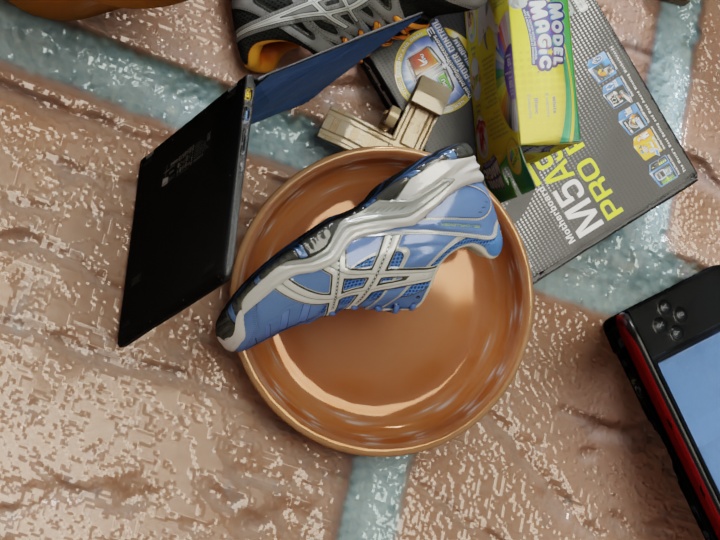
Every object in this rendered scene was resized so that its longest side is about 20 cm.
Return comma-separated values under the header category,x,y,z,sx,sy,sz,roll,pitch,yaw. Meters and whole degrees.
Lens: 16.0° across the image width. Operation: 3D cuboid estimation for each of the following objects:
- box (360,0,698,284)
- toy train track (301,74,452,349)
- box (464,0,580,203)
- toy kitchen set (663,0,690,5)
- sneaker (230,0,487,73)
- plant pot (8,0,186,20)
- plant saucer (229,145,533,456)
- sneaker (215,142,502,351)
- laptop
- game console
category,x,y,z,sx,sy,sz,roll,pitch,yaw
box,0.115,-0.106,1.765,0.160,0.044,0.201,-31,91,-10
toy train track,0.011,-0.038,1.703,0.114,0.033,0.201,26,81,-7
box,0.104,-0.148,1.685,0.048,0.117,0.202,-2,87,-11
toy kitchen set,0.320,-0.302,1.875,0.179,0.163,0.202,11,72,-23
sneaker,0.000,-0.172,1.691,0.078,0.199,0.078,5,85,-56
plant pot,-0.165,-0.245,1.616,0.199,0.183,0.202,7,73,-24
plant saucer,0.013,0.020,1.672,0.198,0.037,0.202,0,92,-6
sneaker,0.000,0.000,1.614,0.199,0.076,0.077,-31,96,0
laptop,-0.059,-0.056,1.613,0.115,0.187,0.202,13,71,-21
game console,0.259,0.102,1.764,0.172,0.119,0.201,-25,88,-28
